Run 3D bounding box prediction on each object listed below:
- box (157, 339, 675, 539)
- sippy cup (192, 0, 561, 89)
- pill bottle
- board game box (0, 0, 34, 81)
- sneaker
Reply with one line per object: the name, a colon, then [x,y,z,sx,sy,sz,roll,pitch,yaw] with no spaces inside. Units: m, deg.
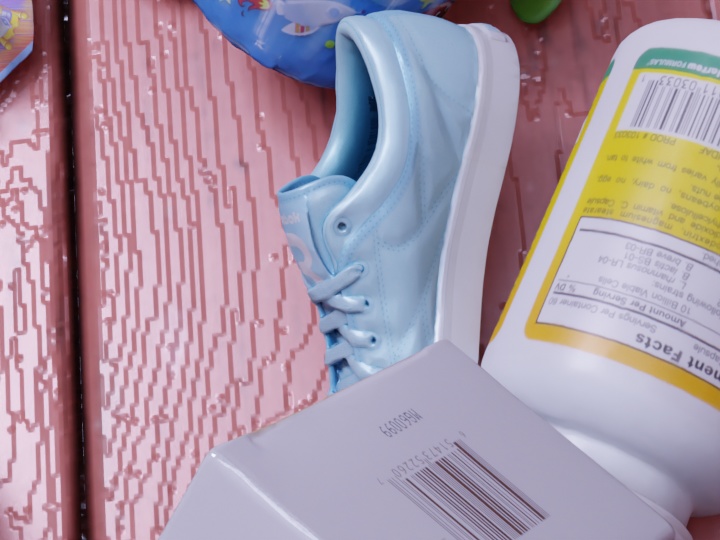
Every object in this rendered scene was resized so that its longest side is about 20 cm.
box: [-0.014,0.144,0.690,0.106,0.152,0.201,39,116,17]
sippy cup: [-0.002,-0.146,0.838,0.177,0.140,0.131,33,116,4]
pill bottle: [0.111,0.020,0.788,0.112,0.113,0.201,21,74,12]
board game box: [-0.235,-0.103,0.865,0.200,0.039,0.158,-44,96,-5]
sneaker: [0.000,0.000,0.803,0.081,0.074,0.202,11,84,-22]
